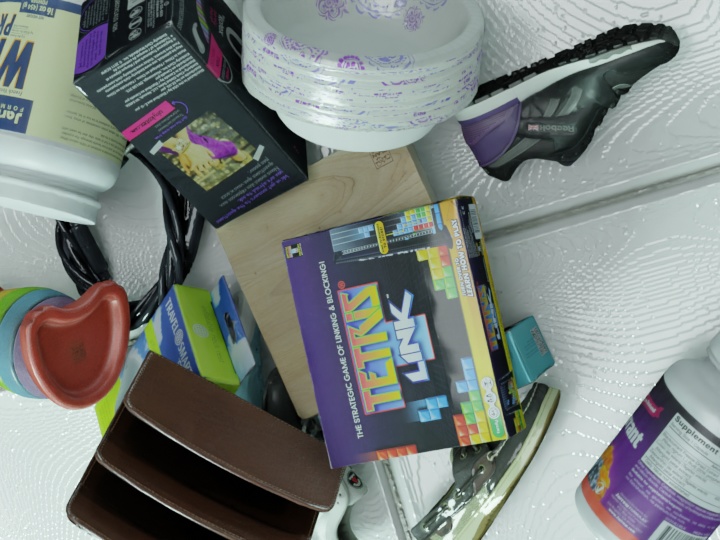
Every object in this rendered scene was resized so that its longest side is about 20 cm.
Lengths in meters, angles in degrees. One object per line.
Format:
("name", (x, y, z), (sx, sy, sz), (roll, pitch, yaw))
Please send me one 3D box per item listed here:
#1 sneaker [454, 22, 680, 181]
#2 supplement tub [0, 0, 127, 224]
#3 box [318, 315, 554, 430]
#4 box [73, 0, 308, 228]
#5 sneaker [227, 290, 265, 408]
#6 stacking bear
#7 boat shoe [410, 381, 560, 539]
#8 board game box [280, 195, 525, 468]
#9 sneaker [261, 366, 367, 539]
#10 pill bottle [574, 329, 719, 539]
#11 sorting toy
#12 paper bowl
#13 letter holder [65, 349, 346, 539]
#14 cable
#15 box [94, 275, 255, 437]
("sneaker", (0.182, -0.139, 1.211), (0.199, 0.076, 0.088), (-20, 105, 26))
("supplement tub", (-0.278, -0.153, 1.313), (0.144, 0.145, 0.201), (11, 85, 19))
("box", (0.067, 0.106, 1.276), (0.199, 0.082, 0.049), (-26, 88, 22))
("box", (-0.141, -0.155, 1.241), (0.106, 0.123, 0.200), (-26, 131, 19))
("sneaker", (-0.113, 0.122, 1.367), (0.074, 0.082, 0.201), (12, 88, 61))
("stacking bear", (-0.331, 0.061, 1.398), (0.199, 0.121, 0.114), (11, 115, 39))
("boat shoe", (0.107, 0.177, 1.277), (0.066, 0.072, 0.202), (31, 112, 9))
("board game box", (0.035, 0.053, 1.210), (0.164, 0.057, 0.201), (-14, 89, 22))
("sneaker", (-0.037, 0.182, 1.337), (0.088, 0.074, 0.201), (-6, 104, 19))
("pill bottle", (0.275, 0.144, 1.185), (0.111, 0.111, 0.201), (38, 109, 12))
("sorting toy", (0.000, 0.000, 1.290), (0.199, 0.070, 0.200), (-26, 86, 22))
("paper bowl", (0.000, -0.173, 1.200), (0.200, 0.201, 0.105), (17, 126, 18))
("letter holder", (-0.130, 0.186, 1.223), (0.199, 0.142, 0.101), (29, 121, -6))
("cable", (-0.229, -0.037, 1.386), (0.162, 0.051, 0.201), (19, 105, 18))
("box", (-0.177, 0.110, 1.344), (0.200, 0.047, 0.122), (-54, 41, 29))
